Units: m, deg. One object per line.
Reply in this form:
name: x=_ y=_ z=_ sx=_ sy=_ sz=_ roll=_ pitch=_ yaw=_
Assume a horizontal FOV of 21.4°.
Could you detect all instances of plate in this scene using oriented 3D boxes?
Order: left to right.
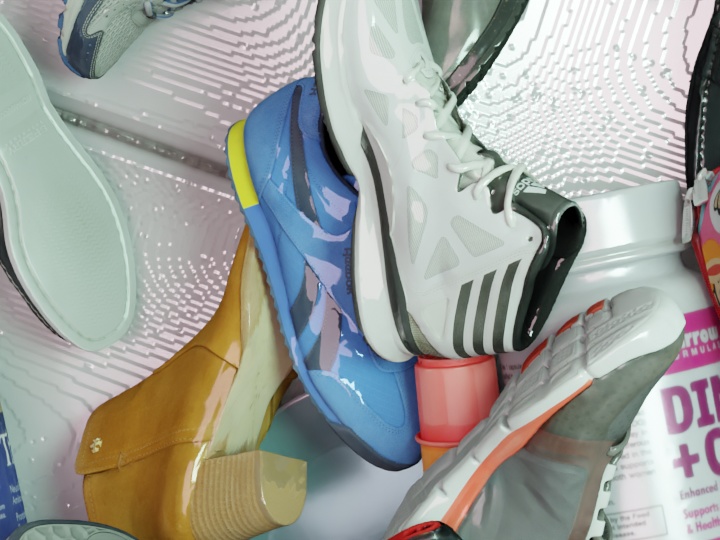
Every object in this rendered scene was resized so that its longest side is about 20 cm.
plate: x=0.013 y=0.156 z=1.005 sx=0.198 sy=0.026 sz=0.202 roll=1 pitch=93 yaw=13

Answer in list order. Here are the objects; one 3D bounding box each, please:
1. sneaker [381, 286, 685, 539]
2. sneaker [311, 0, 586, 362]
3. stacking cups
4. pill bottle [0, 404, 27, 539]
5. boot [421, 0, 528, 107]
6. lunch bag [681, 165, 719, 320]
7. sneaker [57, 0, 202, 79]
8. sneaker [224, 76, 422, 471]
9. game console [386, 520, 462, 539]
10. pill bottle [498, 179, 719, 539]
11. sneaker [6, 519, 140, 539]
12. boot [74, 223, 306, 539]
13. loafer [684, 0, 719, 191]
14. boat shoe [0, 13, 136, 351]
sneaker: x=0.091 y=0.089 z=0.860 sx=0.082 sy=0.077 sz=0.200 roll=39 pitch=123 yaw=-3
sneaker: x=0.049 y=-0.057 z=0.875 sx=0.115 sy=0.076 sz=0.202 roll=-1 pitch=104 yaw=34
stacking cups: x=0.056 y=0.138 z=0.945 sx=0.060 sy=0.060 sz=0.202 roll=-5 pitch=95 yaw=13
pill bottle: x=-0.244 y=0.097 z=1.018 sx=0.110 sy=0.111 sz=0.202 roll=-13 pitch=90 yaw=13
boot: x=0.033 y=-0.172 z=0.962 sx=0.130 sy=0.068 sz=0.201 roll=33 pitch=90 yaw=2
lunch bag: x=0.257 y=-0.021 z=0.884 sx=0.199 sy=0.082 sz=0.177 roll=-23 pitch=89 yaw=-11
sneaker: x=-0.081 y=-0.173 z=0.990 sx=0.085 sy=0.077 sz=0.200 roll=40 pitch=100 yaw=4
sneaker: x=0.000 y=0.000 z=0.947 sx=0.078 sy=0.066 sz=0.201 roll=-23 pitch=85 yaw=34
game console: x=0.021 y=0.221 z=0.893 sx=0.176 sy=0.031 sz=0.200 roll=-31 pitch=118 yaw=19
pill bottle: x=0.128 y=0.063 z=0.929 sx=0.112 sy=0.113 sz=0.202 roll=-12 pitch=90 yaw=13
sneaker: x=-0.126 y=0.208 z=0.946 sx=0.146 sy=0.202 sz=0.077 roll=-46 pitch=40 yaw=20
boot: x=-0.088 y=0.055 z=1.002 sx=0.143 sy=0.071 sz=0.203 roll=-15 pitch=60 yaw=38
loafer: x=0.198 y=-0.111 z=0.928 sx=0.068 sy=0.070 sz=0.202 roll=13 pitch=95 yaw=13
boat shoe: x=-0.185 y=-0.048 z=1.026 sx=0.060 sy=0.075 sz=0.201 roll=-13 pitch=101 yaw=51
